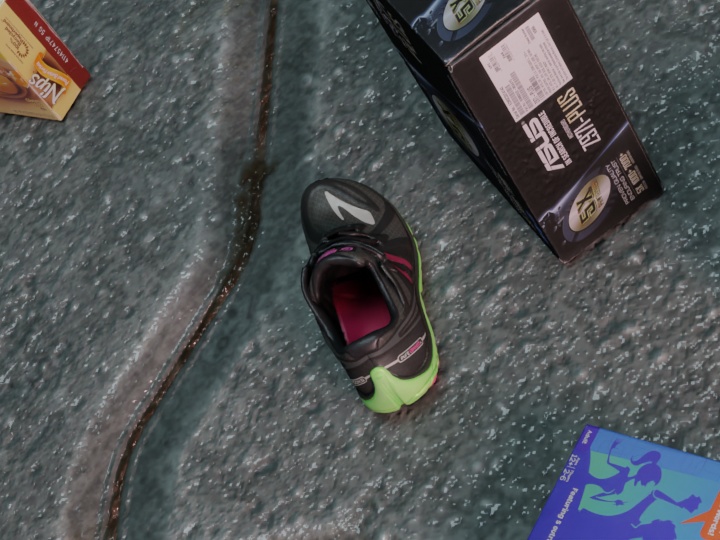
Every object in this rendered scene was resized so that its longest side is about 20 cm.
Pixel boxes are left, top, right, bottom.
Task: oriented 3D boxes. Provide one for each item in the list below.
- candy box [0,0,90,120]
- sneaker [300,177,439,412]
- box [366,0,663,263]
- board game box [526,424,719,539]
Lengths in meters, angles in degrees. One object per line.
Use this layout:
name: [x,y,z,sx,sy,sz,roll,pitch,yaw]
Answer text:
candy box: [-0.338,-0.192,1.582,0.198,0.116,0.056,12,61,39]
sneaker: [0.000,0.000,1.229,0.076,0.084,0.201,-30,45,7]
box: [0.090,-0.130,1.192,0.086,0.200,0.164,-36,44,0]
board game box: [0.177,0.178,0.998,0.199,0.045,0.153,13,63,38]
